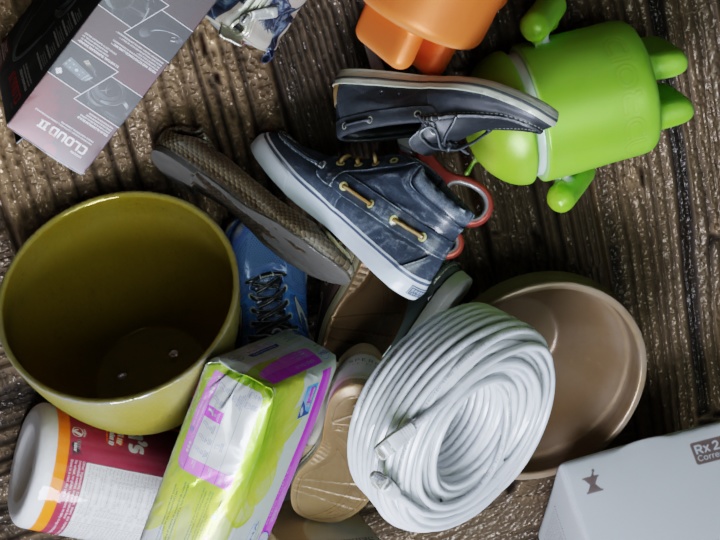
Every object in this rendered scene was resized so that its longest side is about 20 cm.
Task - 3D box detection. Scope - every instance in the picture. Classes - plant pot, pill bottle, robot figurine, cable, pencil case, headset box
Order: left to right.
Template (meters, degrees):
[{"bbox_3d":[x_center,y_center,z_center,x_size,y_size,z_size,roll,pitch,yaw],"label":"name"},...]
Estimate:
[{"bbox_3d":[-0.202,-0.180,1.498,0.077,0.149,0.200,34,105,-27],"label":"headset box"},{"bbox_3d":[-0.199,0.187,1.714,0.198,0.110,0.110,13,113,-22],"label":"pill bottle"},{"bbox_3d":[-0.185,0.057,1.621,0.198,0.201,0.142,-20,145,-4],"label":"plant pot"},{"bbox_3d":[-0.048,-0.263,1.532,0.077,0.090,0.201,29,106,-26],"label":"pencil case"},{"bbox_3d":[0.070,-0.256,1.551,0.143,0.117,0.201,25,108,-9],"label":"robot figurine"},{"bbox_3d":[0.078,0.125,1.632,0.200,0.069,0.200,-47,143,-15],"label":"cable"},{"bbox_3d":[0.150,0.079,1.764,0.199,0.093,0.203,-7,119,-12],"label":"plant pot"},{"bbox_3d":[0.174,-0.140,1.641,0.198,0.116,0.177,-15,114,-7],"label":"robot figurine"}]

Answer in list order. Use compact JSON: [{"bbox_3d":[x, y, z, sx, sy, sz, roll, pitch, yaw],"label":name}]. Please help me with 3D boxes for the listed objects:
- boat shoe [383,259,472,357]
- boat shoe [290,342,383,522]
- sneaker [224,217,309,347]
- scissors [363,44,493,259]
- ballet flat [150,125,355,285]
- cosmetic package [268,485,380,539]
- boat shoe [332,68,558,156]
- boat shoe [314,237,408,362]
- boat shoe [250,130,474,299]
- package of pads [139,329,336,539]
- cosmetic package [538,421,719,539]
[{"bbox_3d":[0.017,0.060,1.748,0.062,0.073,0.200,45,111,14],"label":"boat shoe"},{"bbox_3d":[-0.012,0.142,1.699,0.073,0.070,0.201,15,136,-8],"label":"boat shoe"},{"bbox_3d":[-0.071,0.041,1.685,0.078,0.089,0.202,-12,117,-9],"label":"sneaker"},{"bbox_3d":[0.034,-0.103,1.628,0.073,0.014,0.201,-37,93,0],"label":"scissors"},{"bbox_3d":[-0.083,-0.057,1.612,0.199,0.067,0.046,34,67,8],"label":"ballet flat"},{"bbox_3d":[-0.029,0.273,1.744,0.104,0.200,0.072,-4,120,-32],"label":"cosmetic package"},{"bbox_3d":[0.065,-0.122,1.565,0.074,0.198,0.063,21,78,-62],"label":"boat shoe"},{"bbox_3d":[0.000,0.000,1.693,0.072,0.072,0.202,7,109,-30],"label":"boat shoe"},{"bbox_3d":[0.003,-0.071,1.607,0.091,0.200,0.071,-52,159,10],"label":"boat shoe"},{"bbox_3d":[-0.101,0.157,1.588,0.068,0.154,0.201,25,105,15],"label":"package of pads"},{"bbox_3d":[0.272,0.265,1.808,0.163,0.166,0.200,-14,155,-7],"label":"cosmetic package"}]
